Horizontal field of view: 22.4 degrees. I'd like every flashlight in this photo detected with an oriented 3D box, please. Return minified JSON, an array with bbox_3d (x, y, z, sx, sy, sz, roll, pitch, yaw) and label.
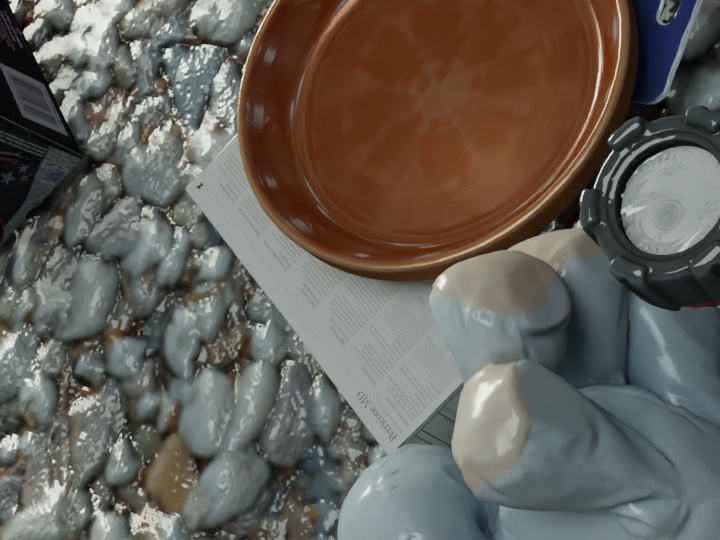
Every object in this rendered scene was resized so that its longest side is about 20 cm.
[{"bbox_3d":[0.152,0.002,0.687,0.068,0.200,0.068,-14,66,29],"label":"flashlight"}]

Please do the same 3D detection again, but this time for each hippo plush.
[{"bbox_3d":[0.082,0.091,0.761,0.161,0.199,0.160,-48,18,38],"label":"hippo plush"}]

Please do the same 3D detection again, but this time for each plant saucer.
[{"bbox_3d":[0.035,-0.088,0.852,0.199,0.032,0.202,-12,63,24],"label":"plant saucer"}]

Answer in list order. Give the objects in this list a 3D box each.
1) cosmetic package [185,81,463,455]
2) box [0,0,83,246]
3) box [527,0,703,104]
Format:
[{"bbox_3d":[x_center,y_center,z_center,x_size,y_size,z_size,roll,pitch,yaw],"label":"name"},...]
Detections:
[{"bbox_3d":[0.000,0.000,0.884,0.083,0.051,0.200,-44,55,8],"label":"cosmetic package"},{"bbox_3d":[-0.270,-0.113,1.058,0.115,0.132,0.201,-42,55,19],"label":"box"},{"bbox_3d":[0.088,-0.149,0.889,0.199,0.032,0.122,19,85,38],"label":"box"}]
